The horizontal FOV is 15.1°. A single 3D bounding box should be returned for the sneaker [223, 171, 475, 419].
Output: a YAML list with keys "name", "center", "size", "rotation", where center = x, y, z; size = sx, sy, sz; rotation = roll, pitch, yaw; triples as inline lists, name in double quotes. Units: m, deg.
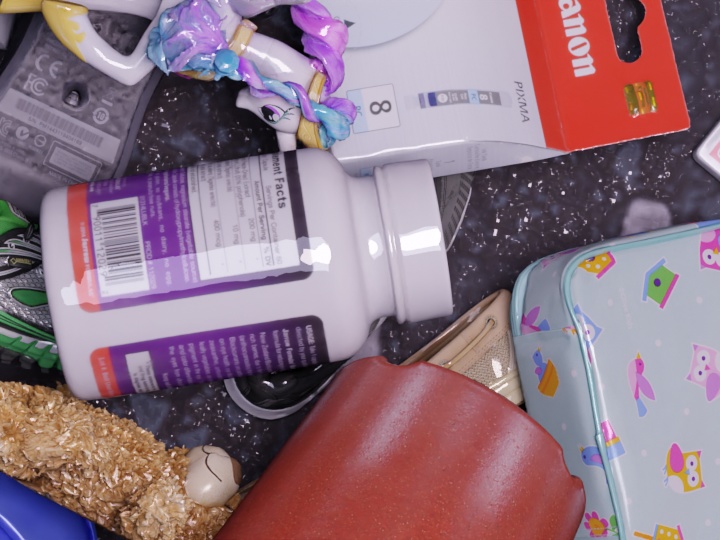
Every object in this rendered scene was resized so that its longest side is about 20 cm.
- name: "sneaker"
  center: [0.000, 0.000, 1.488]
  size: [0.066, 0.090, 0.200]
  rotation: [39, 87, -2]

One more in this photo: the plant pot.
- name: "plant pot"
  center: [0.008, 0.162, 1.351]
  size: [0.201, 0.201, 0.195]
  rotation: [33, 61, -1]

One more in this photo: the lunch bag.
- name: "lunch bag"
  center: [0.173, 0.077, 1.483]
  size: [0.160, 0.077, 0.201]
  rotation: [-13, 92, -31]

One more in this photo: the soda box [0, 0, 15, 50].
- name: "soda box"
  center: [-0.219, -0.163, 1.428]
  size: [0.063, 0.200, 0.068]
  rotation: [9, 88, -2]

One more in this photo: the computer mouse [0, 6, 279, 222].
- name: "computer mouse"
  center: [-0.145, -0.114, 1.498]
  size: [0.138, 0.053, 0.200]
  rotation: [30, 95, -15]

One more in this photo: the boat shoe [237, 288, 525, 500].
- name: "boat shoe"
  center: [0.009, 0.079, 1.495]
  size: [0.200, 0.071, 0.065]
  rotation: [-30, 98, -13]

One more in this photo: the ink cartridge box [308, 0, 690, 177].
- name: "ink cartridge box"
  center: [0.069, -0.138, 1.490]
  size: [0.199, 0.047, 0.160]
  rotation: [-10, 67, -1]

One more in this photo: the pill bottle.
- name: "pill bottle"
  center: [-0.057, -0.002, 1.388]
  size: [0.199, 0.111, 0.112]
  rotation: [-9, 89, -1]

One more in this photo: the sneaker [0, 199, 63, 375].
- name: "sneaker"
  center: [-0.173, 0.009, 1.463]
  size: [0.200, 0.078, 0.085]
  rotation: [6, 101, -24]

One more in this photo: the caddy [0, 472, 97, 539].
- name: "caddy"
  center: [-0.239, 0.140, 1.469]
  size: [0.200, 0.105, 0.141]
  rotation: [36, 111, -1]

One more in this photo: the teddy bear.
- name: "teddy bear"
  center: [-0.134, 0.097, 1.405]
  size: [0.200, 0.145, 0.067]
  rotation: [29, 84, -12]

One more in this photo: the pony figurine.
- name: "pony figurine"
  center: [-0.064, -0.163, 1.409]
  size: [0.200, 0.167, 0.193]
  rotation: [27, 101, -5]

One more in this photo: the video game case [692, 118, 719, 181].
- name: "video game case"
  center: [0.309, -0.056, 1.540]
  size: [0.200, 0.017, 0.143]
  rotation: [40, 87, -1]
